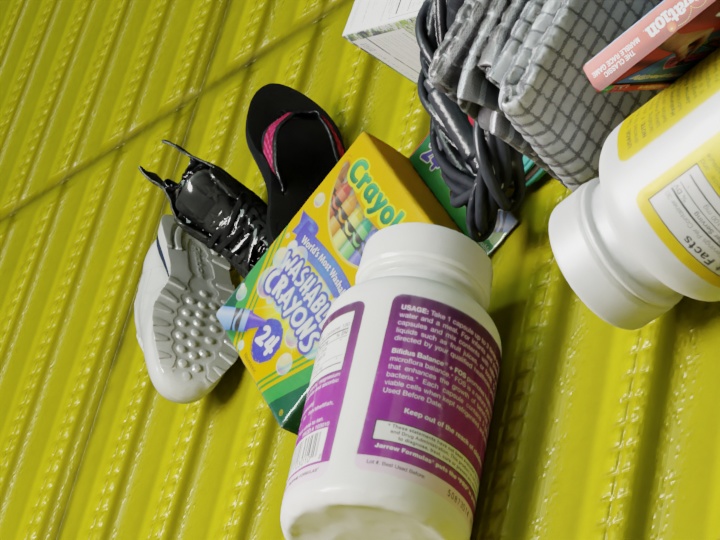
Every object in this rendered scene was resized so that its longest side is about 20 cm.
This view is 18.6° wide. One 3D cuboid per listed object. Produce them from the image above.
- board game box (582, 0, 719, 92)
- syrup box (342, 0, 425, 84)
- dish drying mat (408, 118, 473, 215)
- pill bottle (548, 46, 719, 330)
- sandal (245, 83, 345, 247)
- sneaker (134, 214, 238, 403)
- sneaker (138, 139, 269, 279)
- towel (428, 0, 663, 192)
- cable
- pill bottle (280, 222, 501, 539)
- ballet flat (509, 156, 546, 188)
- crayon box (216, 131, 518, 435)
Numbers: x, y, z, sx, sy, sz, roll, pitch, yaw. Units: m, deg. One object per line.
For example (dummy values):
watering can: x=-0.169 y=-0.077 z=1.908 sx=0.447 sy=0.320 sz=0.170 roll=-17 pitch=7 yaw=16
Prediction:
board game box: x=0.205 y=-0.133 z=1.161 sx=0.103 sy=0.199 sz=0.020 roll=-40 pitch=73 yaw=32
syrup box: x=0.079 y=-0.190 z=1.520 sx=0.199 sy=0.078 sz=0.082 roll=-7 pitch=58 yaw=57
dish drying mat: x=0.038 y=-0.043 z=1.496 sx=0.201 sy=0.018 sz=0.077 roll=-52 pitch=37 yaw=12
pill bottle: x=0.195 y=-0.054 z=1.147 sx=0.200 sy=0.111 sz=0.112 roll=-37 pitch=33 yaw=33
sandal: x=-0.041 y=-0.079 z=1.606 sx=0.201 sy=0.074 sz=0.045 roll=-100 pitch=20 yaw=-49
sneaker: x=-0.137 y=0.044 z=1.664 sx=0.081 sy=0.076 sz=0.201 roll=-56 pitch=20 yaw=28
sneaker: x=-0.095 y=-0.031 z=1.619 sx=0.060 sy=0.104 sz=0.200 roll=-52 pitch=27 yaw=8
towel: x=0.140 y=-0.147 z=1.269 sx=0.085 sy=0.165 sz=0.201 roll=22 pitch=82 yaw=41
cable: x=0.069 y=-0.119 z=1.370 sx=0.163 sy=0.050 sz=0.202 roll=-166 pitch=76 yaw=-69
pill bottle: x=0.024 y=0.076 z=1.298 sx=0.112 sy=0.112 sz=0.201 roll=-27 pitch=39 yaw=44
ballet flat: x=0.133 y=-0.140 z=1.382 sx=0.067 sy=0.070 sz=0.201 roll=41 pitch=131 yaw=36
crayon box: x=0.000 y=0.000 z=1.456 sx=0.200 sy=0.051 sz=0.126 roll=-50 pitch=42 yaw=13
